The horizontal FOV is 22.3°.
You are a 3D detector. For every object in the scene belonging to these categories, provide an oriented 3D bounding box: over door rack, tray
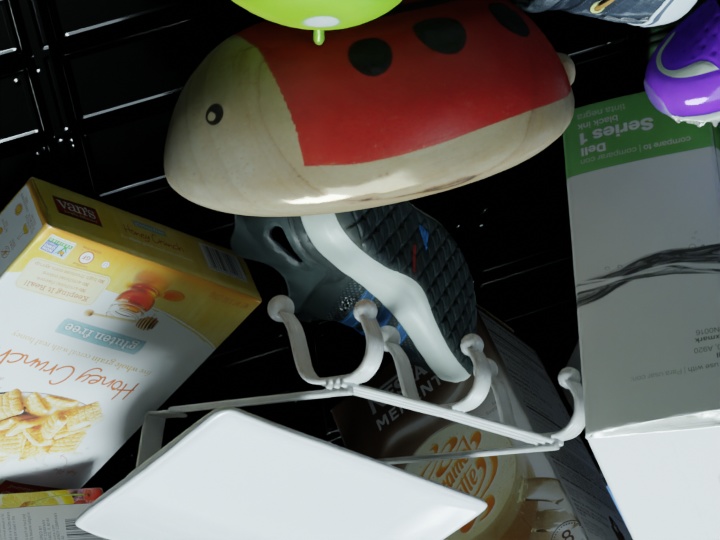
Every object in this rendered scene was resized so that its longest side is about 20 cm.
[{"bbox_3d":[-0.003,0.068,0.936,0.147,0.067,0.200,18,150,-34],"label":"over door rack"},{"bbox_3d":[-0.036,0.113,0.903,0.107,0.022,0.200,-37,141,25],"label":"tray"}]

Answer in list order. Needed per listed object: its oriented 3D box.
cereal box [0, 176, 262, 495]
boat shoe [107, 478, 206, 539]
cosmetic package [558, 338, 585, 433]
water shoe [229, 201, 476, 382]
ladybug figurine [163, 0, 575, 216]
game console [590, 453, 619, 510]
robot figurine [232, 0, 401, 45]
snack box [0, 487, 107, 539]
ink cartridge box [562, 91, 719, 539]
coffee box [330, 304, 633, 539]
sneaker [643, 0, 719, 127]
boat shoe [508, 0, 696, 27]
[{"bbox_3d":[-0.165,0.051,0.933,0.144,0.040,0.200,19,123,-44],"label":"cereal box"},{"bbox_3d":[-0.102,0.150,0.999,0.072,0.063,0.200,13,174,5],"label":"boat shoe"},{"bbox_3d":[0.234,0.052,1.123,0.199,0.071,0.102,-5,137,-25],"label":"cosmetic package"},{"bbox_3d":[0.000,0.000,0.962,0.079,0.072,0.200,-8,149,23],"label":"water shoe"},{"bbox_3d":[0.006,-0.081,0.820,0.199,0.136,0.072,-15,116,-22],"label":"ladybug figurine"},{"bbox_3d":[0.182,0.191,1.092,0.200,0.119,0.171,-40,140,10],"label":"game console"},{"bbox_3d":[-0.001,-0.179,0.706,0.175,0.116,0.200,27,124,-13],"label":"robot figurine"},{"bbox_3d":[-0.245,0.185,0.985,0.199,0.068,0.169,-2,149,-21],"label":"snack box"},{"bbox_3d":[0.163,0.029,0.946,0.084,0.201,0.146,-10,143,16],"label":"ink cartridge box"},{"bbox_3d":[0.074,0.134,1.027,0.114,0.200,0.080,-39,138,16],"label":"coffee box"},{"bbox_3d":[0.216,-0.157,0.893,0.200,0.070,0.100,-33,134,3],"label":"sneaker"},{"bbox_3d":[0.136,-0.187,0.804,0.090,0.071,0.201,-4,138,-30],"label":"boat shoe"}]
